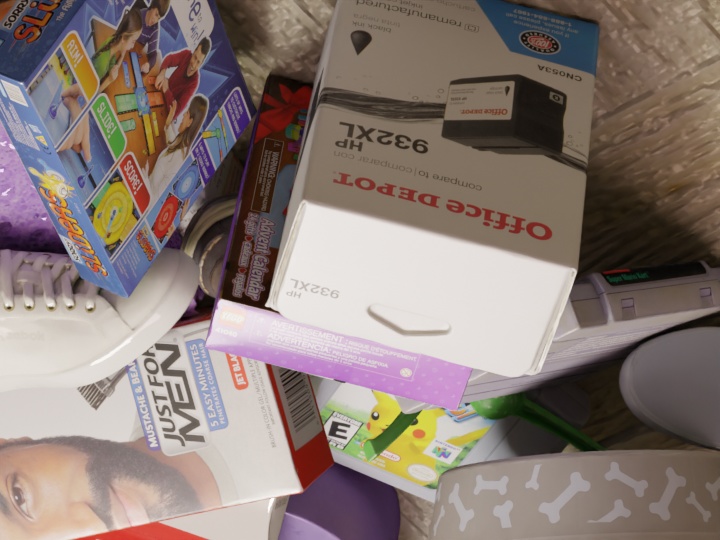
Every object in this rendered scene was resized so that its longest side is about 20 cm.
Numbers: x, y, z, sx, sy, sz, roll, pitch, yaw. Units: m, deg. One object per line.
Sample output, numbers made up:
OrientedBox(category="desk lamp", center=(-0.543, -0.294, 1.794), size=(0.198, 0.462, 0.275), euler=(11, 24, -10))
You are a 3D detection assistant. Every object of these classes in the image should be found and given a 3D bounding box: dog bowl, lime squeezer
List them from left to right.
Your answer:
OrientedBox(category="lime squeezer", center=(0.072, 0.081, 1.659), size=(0.200, 0.071, 0.038), euler=(7, 125, -41))
OrientedBox(category="dog bowl", center=(0.134, 0.142, 1.644), size=(0.200, 0.059, 0.200), euler=(-2, 171, 0))

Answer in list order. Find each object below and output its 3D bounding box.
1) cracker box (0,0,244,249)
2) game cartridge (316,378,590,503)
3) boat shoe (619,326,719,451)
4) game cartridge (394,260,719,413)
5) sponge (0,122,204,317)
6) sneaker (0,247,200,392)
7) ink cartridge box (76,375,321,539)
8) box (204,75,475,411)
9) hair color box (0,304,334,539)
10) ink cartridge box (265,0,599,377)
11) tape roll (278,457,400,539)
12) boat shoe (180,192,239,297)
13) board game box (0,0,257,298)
OrientedBox(category="cracker box", center=(-0.155, -0.065, 1.602), size=(0.134, 0.058, 0.200), euler=(-16, 130, 24))
OrientedBox(category="game cartridge", center=(0.031, 0.077, 1.727), size=(0.200, 0.040, 0.133), euler=(23, 130, -13))
OrientedBox(category="boat shoe", center=(0.241, 0.072, 1.656), size=(0.202, 0.075, 0.086), euler=(0, 170, -13))
OrientedBox(category="game cartridge", center=(0.119, 0.035, 1.587), size=(0.130, 0.038, 0.200), euler=(-32, 166, 30))
OrientedBox(category="sponge", center=(-0.175, -0.043, 1.566), size=(0.112, 0.030, 0.200), euler=(-10, 133, 20))
OrientedBox(category="sneaker", center=(-0.186, 0.019, 1.556), size=(0.200, 0.073, 0.085), euler=(-18, 132, 28))
OrientedBox(category="ink cartridge box", center=(-0.125, 0.132, 1.699), size=(0.161, 0.050, 0.200), euler=(17, 96, 14))
OrientedBox(category="box", center=(-0.001, -0.019, 1.520), size=(0.137, 0.200, 0.039), euler=(14, 130, -5))
OrientedBox(category="hair color box", center=(-0.129, 0.089, 1.640), size=(0.200, 0.064, 0.111), euler=(-14, 97, 21))
OrientedBox(category="ink cartridge box", center=(0.042, -0.055, 1.475), size=(0.145, 0.200, 0.084), euler=(14, 133, -4))
OrientedBox(category="tape roll", center=(-0.077, 0.180, 1.812), size=(0.200, 0.085, 0.200), euler=(4, 135, 4))
OrientedBox(category="boat shoe", center=(0.000, 0.000, 1.589), size=(0.200, 0.073, 0.075), euler=(-5, 125, -19))
OrientedBox(category="board game box", center=(-0.121, -0.094, 1.454), size=(0.034, 0.135, 0.200), euler=(23, 155, 24))
